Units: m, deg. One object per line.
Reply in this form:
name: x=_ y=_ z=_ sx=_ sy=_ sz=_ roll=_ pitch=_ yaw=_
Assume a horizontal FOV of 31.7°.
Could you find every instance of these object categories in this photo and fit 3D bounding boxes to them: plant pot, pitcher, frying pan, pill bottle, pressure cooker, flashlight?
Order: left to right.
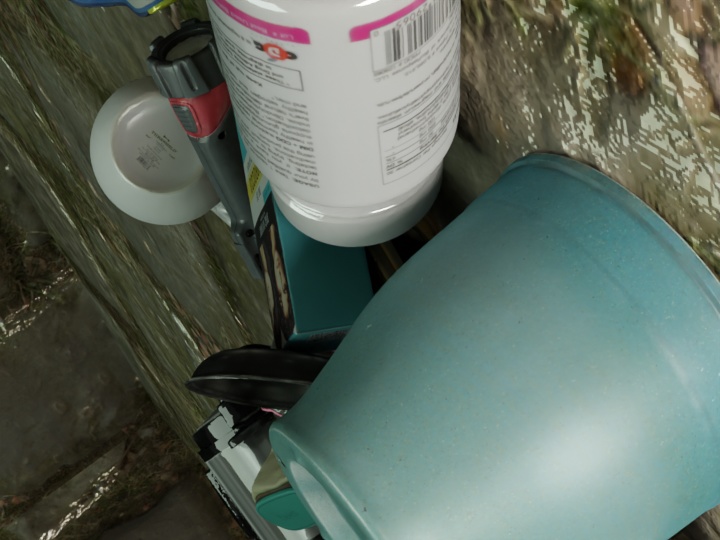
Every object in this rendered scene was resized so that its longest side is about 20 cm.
pitcher: x=-0.144 y=-0.083 z=1.078 sx=0.171 sy=0.121 sz=0.200 roll=39 pitch=176 yaw=-4
flashlight: x=-0.092 y=-0.092 z=0.962 sx=0.068 sy=0.067 sz=0.200 roll=-98 pitch=-14 yaw=-52
pressure cooker: x=-0.060 y=0.157 z=1.208 sx=0.200 sy=0.178 sz=0.176 roll=54 pitch=150 yaw=1
frying pan: x=-0.013 y=0.066 z=0.730 sx=0.189 sy=0.031 sz=0.115 roll=-3 pitch=163 yaw=29
pill bottle: x=-0.009 y=-0.101 z=0.604 sx=0.113 sy=0.113 sz=0.200 roll=47 pitch=163 yaw=25
plant pot: x=0.067 y=0.078 z=0.622 sx=0.200 sy=0.188 sz=0.200 roll=48 pitch=164 yaw=19

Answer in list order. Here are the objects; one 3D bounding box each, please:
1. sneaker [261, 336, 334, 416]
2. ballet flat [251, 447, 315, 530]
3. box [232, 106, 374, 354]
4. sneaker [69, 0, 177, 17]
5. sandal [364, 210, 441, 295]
sneaker: x=-0.022 y=0.069 z=0.916 sx=0.079 sy=0.096 sz=0.200 roll=18 pitch=-177 yaw=19
ballet flat: x=-0.013 y=0.131 z=0.835 sx=0.070 sy=0.069 sz=0.200 roll=57 pitch=149 yaw=-9
box: x=-0.039 y=-0.054 z=0.755 sx=0.082 sy=0.049 sz=0.201 roll=129 pitch=132 yaw=-72
sneaker: x=-0.171 y=-0.233 z=0.896 sx=0.200 sy=0.074 sz=0.082 roll=19 pitch=141 yaw=53
sandal: x=0.022 y=-0.022 z=0.774 sx=0.080 sy=0.054 sz=0.200 roll=78 pitch=174 yaw=-51
